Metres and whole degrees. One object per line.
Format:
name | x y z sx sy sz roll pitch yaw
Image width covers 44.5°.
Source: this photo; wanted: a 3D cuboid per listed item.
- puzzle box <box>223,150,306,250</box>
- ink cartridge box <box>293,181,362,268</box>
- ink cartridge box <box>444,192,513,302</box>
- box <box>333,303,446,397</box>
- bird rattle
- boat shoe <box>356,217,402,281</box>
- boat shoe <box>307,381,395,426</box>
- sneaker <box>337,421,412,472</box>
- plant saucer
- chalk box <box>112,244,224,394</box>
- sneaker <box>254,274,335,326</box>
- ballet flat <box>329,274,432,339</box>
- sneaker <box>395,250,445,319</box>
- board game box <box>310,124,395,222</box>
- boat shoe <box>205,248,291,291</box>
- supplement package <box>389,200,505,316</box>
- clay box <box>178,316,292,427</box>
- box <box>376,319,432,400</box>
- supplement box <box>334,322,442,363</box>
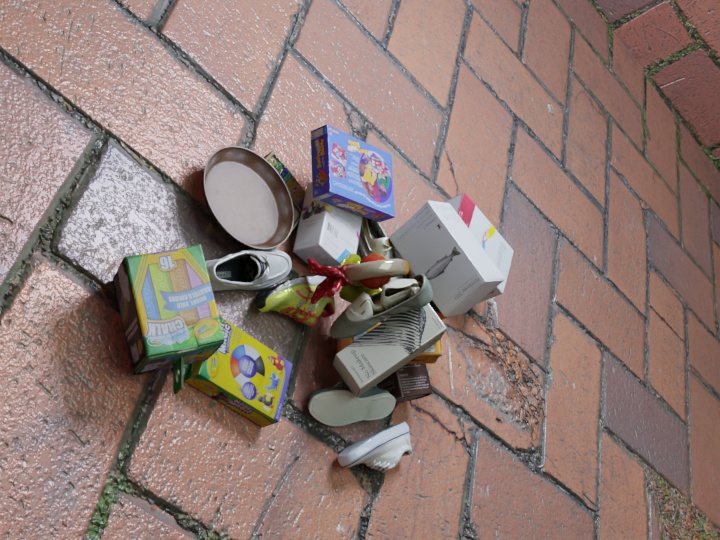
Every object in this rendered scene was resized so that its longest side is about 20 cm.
puzzle box | -0.174 -0.122 1.656 0.133 0.025 0.201 52 40 -18
ink cartridge box | -0.056 -0.100 1.719 0.115 0.067 0.202 43 48 -44
ink cartridge box | 0.222 -0.037 1.968 0.200 0.145 0.145 45 43 -23
box | 0.053 0.137 1.590 0.199 0.068 0.082 -34 76 -18
bird rattle | 0.000 0.000 1.588 0.200 0.161 0.114 22 56 -65
boat shoe | 0.034 -0.041 1.770 0.201 0.068 0.074 55 27 16
boat shoe | -0.025 0.240 1.630 0.198 0.073 0.062 6 23 -40
sneaker | 0.037 0.336 1.624 0.199 0.073 0.071 -12 77 -51
plant saucer | -0.205 -0.125 1.573 0.199 0.034 0.202 26 50 -35
chalk box | -0.284 0.081 1.323 0.123 0.124 0.202 -11 78 -27
sneaker | -0.108 0.060 1.598 0.199 0.078 0.091 -11 81 -51
ballet flat | 0.031 0.057 1.563 0.068 0.198 0.064 -114 -176 -50
sneaker | 0.127 0.014 1.828 0.092 0.076 0.200 -27 65 -37
board game box | -0.013 -0.184 1.704 0.199 0.044 0.136 17 65 -48
boat shoe | -0.190 -0.004 1.527 0.199 0.065 0.073 -3 84 -43
supplement package | 0.172 -0.024 1.754 0.201 0.117 0.117 55 23 17
clay box | -0.208 0.161 1.455 0.199 0.047 0.116 38 47 -31
box | 0.066 0.158 1.750 0.100 0.075 0.202 3 71 -47
supplement box | 0.051 0.137 1.662 0.197 0.067 0.070 4 71 -8
